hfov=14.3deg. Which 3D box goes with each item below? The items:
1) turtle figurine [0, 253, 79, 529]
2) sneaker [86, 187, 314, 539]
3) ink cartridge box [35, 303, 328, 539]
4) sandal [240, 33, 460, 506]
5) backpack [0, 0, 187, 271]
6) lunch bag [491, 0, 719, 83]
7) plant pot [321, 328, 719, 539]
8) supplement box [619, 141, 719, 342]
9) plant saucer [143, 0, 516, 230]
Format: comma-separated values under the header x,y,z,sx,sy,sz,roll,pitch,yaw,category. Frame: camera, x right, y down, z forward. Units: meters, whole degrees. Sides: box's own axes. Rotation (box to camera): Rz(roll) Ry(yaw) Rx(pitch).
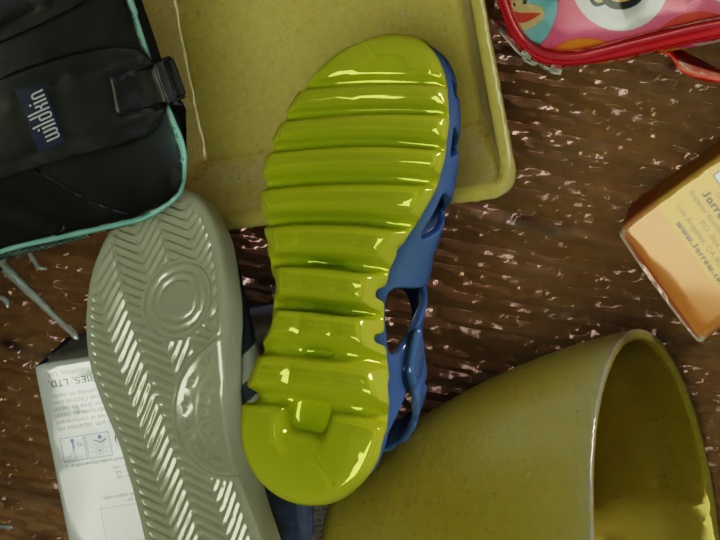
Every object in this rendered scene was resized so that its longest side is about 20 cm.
x,y,z,sx,sy,sz,roll,pitch,yaw,category
-0.213,0.035,1.284,0.200,0.100,0.150,24,92,46,turtle figurine
-0.063,0.065,1.244,0.075,0.084,0.201,-16,73,22,sneaker
-0.062,0.123,1.321,0.136,0.076,0.201,-9,97,11,ink cartridge box
0.000,0.000,1.208,0.079,0.087,0.201,12,87,21,sandal
-0.195,-0.084,1.218,0.199,0.153,0.177,-24,113,-18,backpack
0.146,-0.160,1.186,0.199,0.082,0.177,-12,93,18,lunch bag
0.066,0.133,1.251,0.141,0.200,0.201,-7,99,22,plant pot
0.211,-0.054,1.247,0.200,0.067,0.069,-37,92,15,supplement box
-0.027,-0.124,1.264,0.199,0.048,0.201,-6,99,29,plant saucer
